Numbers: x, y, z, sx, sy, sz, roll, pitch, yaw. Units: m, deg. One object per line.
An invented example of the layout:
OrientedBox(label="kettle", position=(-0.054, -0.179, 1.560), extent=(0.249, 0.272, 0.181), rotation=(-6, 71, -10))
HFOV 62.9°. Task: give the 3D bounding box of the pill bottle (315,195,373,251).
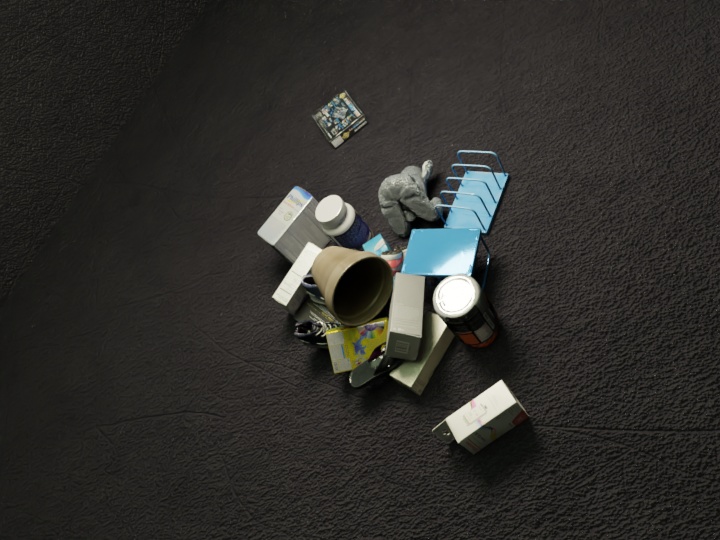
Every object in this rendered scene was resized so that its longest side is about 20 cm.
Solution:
OrientedBox(label="pill bottle", position=(-0.049, -0.134, 1.791), extent=(0.114, 0.200, 0.117), rotation=(-15, 55, 22))

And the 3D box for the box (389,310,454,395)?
OrientedBox(label="box", position=(0.165, 0.213, 1.530), extent=(0.082, 0.068, 0.201), rotation=(25, 76, 40))

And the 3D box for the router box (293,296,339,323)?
OrientedBox(label="router box", position=(-0.087, 0.136, 1.743), extent=(0.199, 0.051, 0.150), rotation=(33, 82, 39))

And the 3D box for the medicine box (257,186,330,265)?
OrientedBox(label="medicine box", position=(-0.195, -0.131, 1.892), extent=(0.103, 0.182, 0.201), rotation=(33, 82, 40))

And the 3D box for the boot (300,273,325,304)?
OrientedBox(label="boot", position=(-0.080, 0.061, 1.688), extent=(0.198, 0.091, 0.073), rotation=(5, 59, 31))

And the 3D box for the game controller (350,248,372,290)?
OrientedBox(label="game controller", position=(0.000, 0.000, 1.706), extent=(0.199, 0.042, 0.105), rotation=(27, 85, 50))

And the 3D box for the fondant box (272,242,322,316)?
OrientedBox(label="fondant box", position=(-0.174, 0.032, 1.798), extent=(0.058, 0.144, 0.201), rotation=(29, 79, 19))

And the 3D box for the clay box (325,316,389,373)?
OrientedBox(label="clay box", position=(0.014, 0.198, 1.581), extent=(0.197, 0.048, 0.116), rotation=(-12, 98, 2))

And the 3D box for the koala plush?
OrientedBox(label="koala plush", position=(0.150, -0.247, 1.771), extent=(0.176, 0.184, 0.201), rotation=(-24, 29, 35))

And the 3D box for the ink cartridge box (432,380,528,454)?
OrientedBox(label="ink cartridge box", position=(0.274, 0.349, 1.345), extent=(0.199, 0.116, 0.068), rotation=(-37, 49, 8))

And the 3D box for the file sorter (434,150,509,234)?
OrientedBox(label="file sorter", position=(0.314, -0.225, 1.675), extent=(0.138, 0.123, 0.202), rotation=(11, 68, 36))

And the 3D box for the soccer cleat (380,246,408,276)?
OrientedBox(label="soccer cleat", position=(0.118, -0.027, 1.659), extent=(0.067, 0.199, 0.074), rotation=(2, 100, 30))

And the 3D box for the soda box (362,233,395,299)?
OrientedBox(label="soda box", position=(0.076, -0.009, 1.727), extent=(0.067, 0.064, 0.201), rotation=(-32, 50, 10))

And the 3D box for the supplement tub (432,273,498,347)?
OrientedBox(label="supplement tub", position=(0.265, 0.106, 1.446), extent=(0.121, 0.200, 0.124), rotation=(-15, 54, 22))

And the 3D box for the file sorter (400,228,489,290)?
OrientedBox(label="file sorter", position=(0.235, -0.022, 1.587), extent=(0.198, 0.123, 0.140), rotation=(1, 62, 33))

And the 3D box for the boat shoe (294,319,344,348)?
OrientedBox(label="boat shoe", position=(-0.090, 0.175, 1.630), extent=(0.198, 0.093, 0.076), rotation=(-8, 62, 23))

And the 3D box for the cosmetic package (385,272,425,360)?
OrientedBox(label="cosmetic package", position=(0.115, 0.114, 1.494), extent=(0.089, 0.108, 0.201), rotation=(10, 48, 4))

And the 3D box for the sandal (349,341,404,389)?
OrientedBox(label="sandal", position=(0.049, 0.233, 1.519), extent=(0.200, 0.048, 0.076), rotation=(-40, 45, 7))

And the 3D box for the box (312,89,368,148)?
OrientedBox(label="box", position=(-0.077, -0.563, 2.178), extent=(0.158, 0.046, 0.201), rotation=(-37, 49, 7))

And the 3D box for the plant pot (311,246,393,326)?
OrientedBox(label="plant pot", position=(-0.040, 0.022, 1.572), extent=(0.201, 0.200, 0.173), rotation=(-51, 45, -6))
